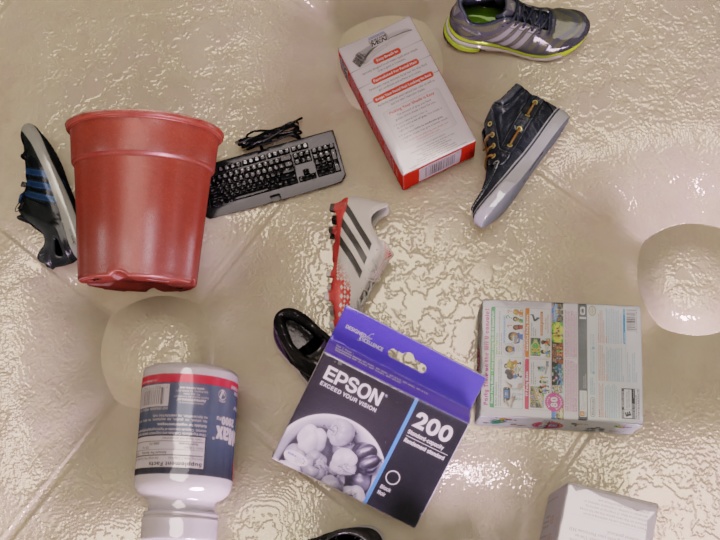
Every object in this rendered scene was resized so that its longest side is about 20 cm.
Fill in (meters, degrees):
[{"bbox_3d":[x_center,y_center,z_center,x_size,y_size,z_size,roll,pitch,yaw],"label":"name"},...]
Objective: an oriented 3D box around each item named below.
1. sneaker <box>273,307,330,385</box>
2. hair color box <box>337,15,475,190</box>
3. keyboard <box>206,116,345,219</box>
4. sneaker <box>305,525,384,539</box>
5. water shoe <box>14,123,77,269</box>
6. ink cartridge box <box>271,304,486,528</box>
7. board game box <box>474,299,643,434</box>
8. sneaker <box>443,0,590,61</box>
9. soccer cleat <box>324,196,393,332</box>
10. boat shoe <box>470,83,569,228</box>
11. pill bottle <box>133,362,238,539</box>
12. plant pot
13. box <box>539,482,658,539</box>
[{"bbox_3d":[-0.038,0.127,1.374,0.200,0.088,0.076,42,79,12],"label":"sneaker"},{"bbox_3d":[0.061,-0.223,1.487,0.110,0.064,0.202,-25,76,-4],"label":"hair color box"},{"bbox_3d":[-0.125,-0.144,1.482,0.197,0.040,0.105,-16,75,-4],"label":"keyboard"},{"bbox_3d":[-0.066,0.347,1.305,0.198,0.099,0.071,-21,76,-3],"label":"sneaker"},{"bbox_3d":[-0.420,-0.099,1.460,0.078,0.072,0.202,-25,74,-4],"label":"water shoe"},{"bbox_3d":[0.024,0.175,1.330,0.196,0.043,0.202,26,95,-4],"label":"ink cartridge box"},{"bbox_3d":[0.244,0.118,1.382,0.197,0.064,0.150,4,73,1],"label":"board game box"},{"bbox_3d":[0.211,-0.332,1.505,0.197,0.081,0.075,1,74,2],"label":"sneaker"},{"bbox_3d":[0.000,0.000,1.423,0.084,0.069,0.203,-1,69,6],"label":"soccer cleat"},{"bbox_3d":[0.184,-0.151,1.463,0.090,0.071,0.201,35,71,12],"label":"boat shoe"},{"bbox_3d":[-0.209,0.220,1.336,0.118,0.120,0.203,1,74,2],"label":"pill bottle"},{"bbox_3d":[-0.273,-0.079,1.398,0.198,0.201,0.198,1,82,2],"label":"plant pot"},{"bbox_3d":[0.254,0.357,1.265,0.105,0.152,0.203,13,75,5],"label":"box"}]
